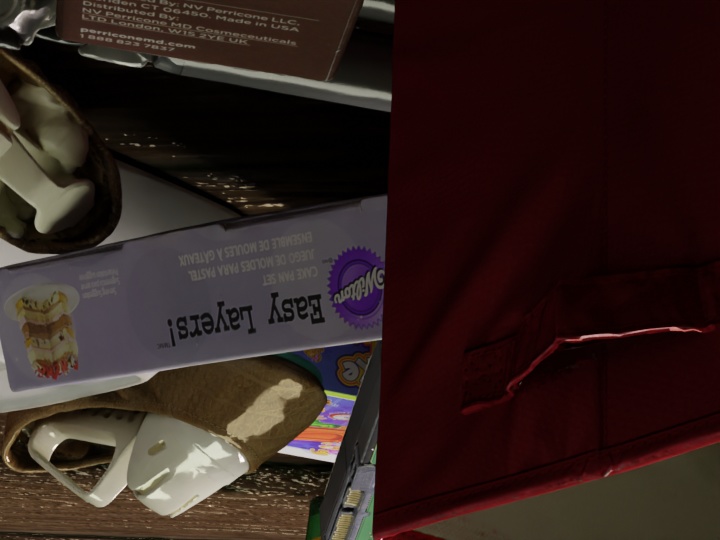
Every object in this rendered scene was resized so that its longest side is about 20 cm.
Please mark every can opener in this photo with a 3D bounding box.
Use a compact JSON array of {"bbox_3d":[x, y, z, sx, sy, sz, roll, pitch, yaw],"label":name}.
[{"bbox_3d":[-0.046,-0.087,0.687,0.199,0.053,0.067,10,-166,-12],"label":"can opener"}]

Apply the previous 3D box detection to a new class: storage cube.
[{"bbox_3d":[0.122,-0.013,0.594,0.200,0.180,0.171,20,152,-35],"label":"storage cube"}]

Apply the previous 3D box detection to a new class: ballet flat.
[{"bbox_3d":[-0.097,0.073,1.012,0.200,0.072,0.068,0,145,44],"label":"ballet flat"},{"bbox_3d":[-0.130,-0.052,0.756,0.065,0.071,0.200,43,-176,23],"label":"ballet flat"}]

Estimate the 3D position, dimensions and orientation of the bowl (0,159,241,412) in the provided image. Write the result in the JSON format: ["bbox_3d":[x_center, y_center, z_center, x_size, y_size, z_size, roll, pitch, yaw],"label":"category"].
[{"bbox_3d":[-0.168,0.003,0.947,0.200,0.075,0.199,24,155,-40],"label":"bowl"}]

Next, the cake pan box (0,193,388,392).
[{"bbox_3d":[0.000,0.000,0.812,0.200,0.052,0.184,-10,-179,38],"label":"cake pan box"}]

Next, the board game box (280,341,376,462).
[{"bbox_3d":[0.006,0.061,1.109,0.199,0.045,0.134,12,161,-17],"label":"board game box"}]

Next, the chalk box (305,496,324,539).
[{"bbox_3d":[0.069,0.216,1.390,0.199,0.125,0.124,6,174,16],"label":"chalk box"}]

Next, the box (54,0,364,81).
[{"bbox_3d":[-0.020,-0.122,0.459,0.075,0.100,0.200,9,162,-8],"label":"box"}]

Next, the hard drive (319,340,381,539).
[{"bbox_3d":[0.091,0.083,0.965,0.199,0.038,0.140,3,142,-11],"label":"hard drive"}]
